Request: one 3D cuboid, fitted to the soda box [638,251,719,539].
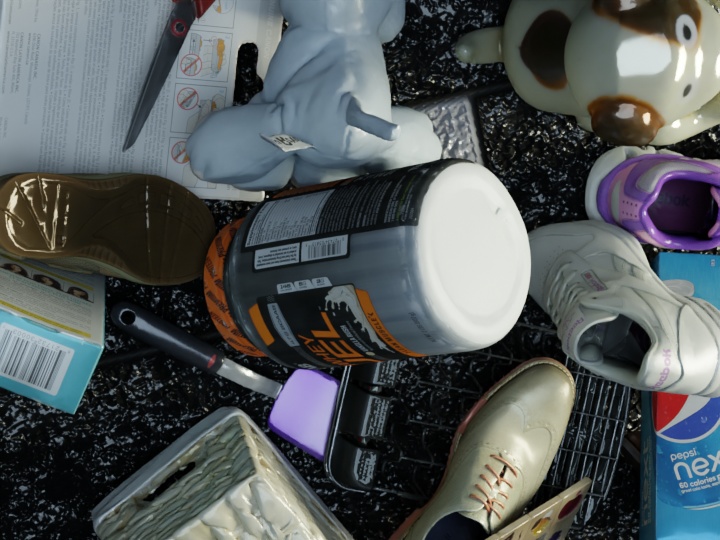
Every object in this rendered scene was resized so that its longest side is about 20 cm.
[{"bbox_3d":[0.229,0.091,1.469,0.064,0.068,0.200,2,77,-1],"label":"soda box"}]

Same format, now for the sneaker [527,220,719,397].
[{"bbox_3d":[0.159,0.020,1.421,0.099,0.200,0.075,-2,115,-38],"label":"sneaker"}]

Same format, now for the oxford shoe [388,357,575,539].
[{"bbox_3d":[0.087,0.149,1.429,0.071,0.074,0.200,32,87,-11],"label":"oxford shoe"}]

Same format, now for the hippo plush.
[{"bbox_3d":[-0.037,-0.141,1.383,0.159,0.200,0.161,-5,83,12],"label":"hippo plush"}]

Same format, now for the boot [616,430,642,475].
[{"bbox_3d":[0.307,0.107,1.530,0.186,0.064,0.200,38,88,-6],"label":"boot"}]

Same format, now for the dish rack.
[{"bbox_3d":[0.087,0.098,1.491,0.200,0.055,0.154,12,93,-13],"label":"dish rack"}]

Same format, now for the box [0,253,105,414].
[{"bbox_3d":[-0.210,0.026,1.366,0.082,0.200,0.049,22,101,-11],"label":"box"}]

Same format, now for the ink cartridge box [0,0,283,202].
[{"bbox_3d":[-0.156,-0.132,1.433,0.200,0.050,0.161,2,101,-27],"label":"ink cartridge box"}]

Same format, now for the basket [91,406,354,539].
[{"bbox_3d":[-0.072,0.216,1.456,0.135,0.123,0.200,-38,107,1],"label":"basket"}]

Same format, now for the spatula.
[{"bbox_3d":[-0.085,0.070,1.478,0.200,0.021,0.057,29,93,-21],"label":"spatula"}]

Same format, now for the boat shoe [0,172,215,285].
[{"bbox_3d":[-0.179,-0.033,1.395,0.200,0.064,0.071,12,85,-48],"label":"boat shoe"}]

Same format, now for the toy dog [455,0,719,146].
[{"bbox_3d":[0.171,-0.151,1.385,0.194,0.200,0.140,9,99,-10],"label":"toy dog"}]

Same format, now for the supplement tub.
[{"bbox_3d":[0.000,0.000,1.387,0.122,0.200,0.123,11,75,-46],"label":"supplement tub"}]

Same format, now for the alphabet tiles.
[{"bbox_3d":[0.067,0.234,1.434,0.008,0.200,0.167,41,132,25],"label":"alphabet tiles"}]

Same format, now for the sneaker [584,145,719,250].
[{"bbox_3d":[0.261,-0.045,1.476,0.200,0.088,0.081,-2,100,-9],"label":"sneaker"}]

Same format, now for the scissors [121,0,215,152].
[{"bbox_3d":[-0.121,-0.173,1.401,0.073,0.014,0.200,43,71,-19],"label":"scissors"}]
